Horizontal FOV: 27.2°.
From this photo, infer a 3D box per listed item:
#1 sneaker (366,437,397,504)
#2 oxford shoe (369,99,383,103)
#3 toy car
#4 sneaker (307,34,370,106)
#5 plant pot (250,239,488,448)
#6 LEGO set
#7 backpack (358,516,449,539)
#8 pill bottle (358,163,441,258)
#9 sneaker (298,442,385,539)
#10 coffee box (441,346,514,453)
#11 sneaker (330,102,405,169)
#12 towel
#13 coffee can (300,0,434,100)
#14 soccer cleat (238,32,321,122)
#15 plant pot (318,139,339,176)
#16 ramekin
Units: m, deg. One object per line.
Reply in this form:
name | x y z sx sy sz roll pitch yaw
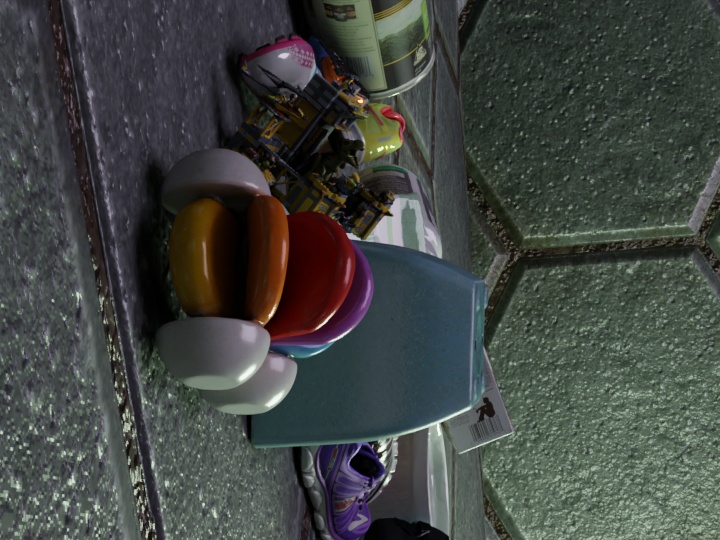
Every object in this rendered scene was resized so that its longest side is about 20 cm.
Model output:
sneaker | 0.003 0.178 1.644 0.087 0.074 0.201 -16 131 -57
oxford shoe | 0.000 -0.252 1.874 0.071 0.072 0.201 -79 162 -55
toy car | -0.067 0.008 1.123 0.200 0.149 0.176 60 27 -69
sneaker | -0.047 -0.199 1.611 0.075 0.078 0.200 44 9 -15
plant pot | 0.017 0.064 1.401 0.196 0.199 0.198 -1 92 -80
LEGO set | -0.027 -0.114 1.343 0.154 0.116 0.200 43 12 22
backpack | 0.043 0.367 1.660 0.154 0.162 0.201 107 -8 -46
pill bottle | 0.037 -0.039 1.789 0.200 0.112 0.114 -100 -179 -62
sneaker | -0.011 0.228 1.571 0.200 0.083 0.081 75 14 -52
coffee box | 0.115 0.114 1.867 0.113 0.079 0.201 -136 -155 -84
sneaker | 0.007 -0.167 1.775 0.200 0.090 0.079 -112 -170 -69
towel | 0.000 0.000 1.587 0.199 0.023 0.154 -9 94 -43
coffee can | 0.001 -0.317 1.693 0.201 0.145 0.147 77 13 -45
soccer cleat | -0.064 -0.172 1.433 0.200 0.070 0.087 -5 74 -82
plant pot | -0.045 -0.049 1.659 0.200 0.027 0.201 -4 90 -82
ramekin | 0.046 0.271 1.833 0.200 0.104 0.201 -5 90 -81
